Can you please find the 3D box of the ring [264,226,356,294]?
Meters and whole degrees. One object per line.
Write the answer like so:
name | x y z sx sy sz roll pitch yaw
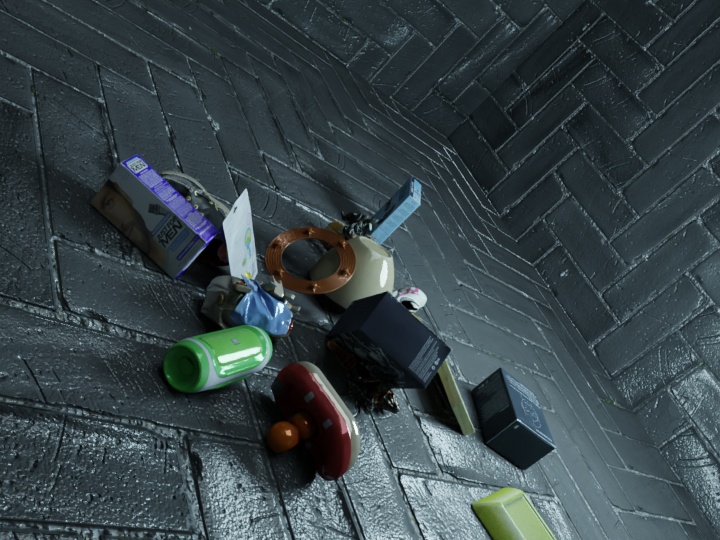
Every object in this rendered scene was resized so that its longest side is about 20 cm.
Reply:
ring | -0.109 -0.028 1.649 0.200 0.019 0.201 4 47 -5

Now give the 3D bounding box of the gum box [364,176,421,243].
gum box | 0.092 -0.163 2.175 0.045 0.200 0.170 40 22 -13

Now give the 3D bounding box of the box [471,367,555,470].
box | 0.383 0.372 1.901 0.148 0.107 0.200 38 22 -22

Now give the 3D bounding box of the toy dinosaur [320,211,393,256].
toy dinosaur | -0.016 -0.071 1.863 0.199 0.136 0.102 12 1 -3

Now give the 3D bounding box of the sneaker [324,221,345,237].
sneaker | -0.022 -0.039 1.952 0.200 0.076 0.088 51 -1 17

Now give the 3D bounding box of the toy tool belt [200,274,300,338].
toy tool belt | -0.175 0.073 1.354 0.200 0.123 0.125 29 61 -39

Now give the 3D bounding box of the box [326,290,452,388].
box | 0.054 0.149 1.554 0.182 0.104 0.200 43 -21 -10

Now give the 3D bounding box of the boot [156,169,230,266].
boot | -0.323 -0.100 1.475 0.200 0.073 0.151 39 20 -40

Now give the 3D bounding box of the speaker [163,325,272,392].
speaker | -0.225 0.140 1.216 0.089 0.088 0.200 51 22 13

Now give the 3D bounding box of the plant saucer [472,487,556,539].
plant saucer | 0.345 0.551 1.596 0.200 0.048 0.200 7 44 -58

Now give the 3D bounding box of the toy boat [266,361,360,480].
toy boat | -0.095 0.258 1.238 0.131 0.131 0.200 -26 70 -36

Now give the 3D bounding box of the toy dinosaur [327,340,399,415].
toy dinosaur | 0.005 0.223 1.520 0.200 0.102 0.136 25 3 -13

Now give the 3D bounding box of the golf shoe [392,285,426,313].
golf shoe | 0.118 0.087 1.939 0.092 0.073 0.200 35 19 32

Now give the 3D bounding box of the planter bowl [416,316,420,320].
planter bowl | 0.104 0.155 1.800 0.200 0.083 0.201 38 23 -20

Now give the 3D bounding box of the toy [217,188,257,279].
toy | -0.239 -0.041 1.418 0.115 0.047 0.200 -69 160 -49

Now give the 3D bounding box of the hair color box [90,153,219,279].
hair color box | -0.363 -0.094 1.334 0.200 0.109 0.065 44 27 -5

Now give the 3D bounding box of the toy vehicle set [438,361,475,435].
toy vehicle set | 0.215 0.277 1.794 0.200 0.026 0.124 -108 174 -47

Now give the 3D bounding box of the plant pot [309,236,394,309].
plant pot | 0.000 0.000 1.748 0.200 0.135 0.200 30 14 -8
